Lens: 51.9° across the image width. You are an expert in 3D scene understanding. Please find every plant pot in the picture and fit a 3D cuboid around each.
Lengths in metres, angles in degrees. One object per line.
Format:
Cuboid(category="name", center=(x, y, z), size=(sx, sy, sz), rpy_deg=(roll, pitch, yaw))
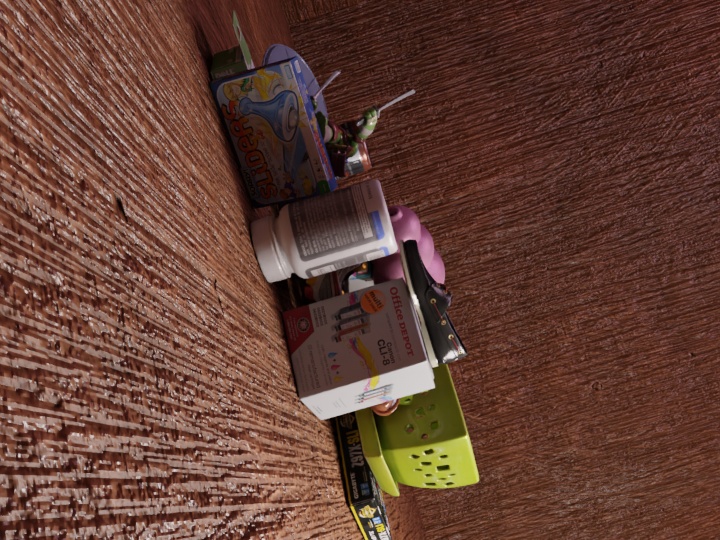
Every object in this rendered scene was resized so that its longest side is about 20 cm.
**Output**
Cuboid(category="plant pot", center=(0.091, 0.272, 1.306), size=(0.200, 0.180, 0.201), rpy_deg=(71, 3, -50))

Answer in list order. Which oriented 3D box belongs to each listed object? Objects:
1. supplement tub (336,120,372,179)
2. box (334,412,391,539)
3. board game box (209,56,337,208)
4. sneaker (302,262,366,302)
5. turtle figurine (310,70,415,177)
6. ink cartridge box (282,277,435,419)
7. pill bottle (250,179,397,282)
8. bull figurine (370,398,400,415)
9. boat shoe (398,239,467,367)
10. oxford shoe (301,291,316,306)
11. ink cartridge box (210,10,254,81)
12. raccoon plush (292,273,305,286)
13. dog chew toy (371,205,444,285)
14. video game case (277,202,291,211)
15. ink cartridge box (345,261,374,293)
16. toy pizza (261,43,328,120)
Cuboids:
Cuboid(category="supplement tub", center=(-0.082, -0.232, 1.528), size=(0.107, 0.198, 0.108), rpy_deg=(-17, 90, -88))
Cuboid(category="box", center=(0.004, 0.373, 1.342), size=(0.201, 0.049, 0.161), rpy_deg=(-103, 179, -47))
Cuboid(category="board game box", center=(-0.127, -0.200, 1.100), size=(0.035, 0.134, 0.202), rpy_deg=(-61, 137, -59))
Cuboid(category="sneaker", center=(-0.019, -0.037, 1.182), size=(0.078, 0.082, 0.202), rpy_deg=(37, 76, -85))
Cuboid(category="turtle figurine", center=(-0.049, -0.256, 1.199), size=(0.144, 0.201, 0.194), rpy_deg=(43, 23, 15))
Cuboid(category="ink cartridge box", center=(0.002, 0.124, 1.148), size=(0.145, 0.198, 0.146), rpy_deg=(68, 6, -64))
Cuboid(category="pill bottle", center=(-0.053, -0.054, 1.089), size=(0.114, 0.198, 0.115), rpy_deg=(-15, 90, -87))
Cuboid(category="bull figurine", center=(0.006, 0.159, 1.257), size=(0.200, 0.121, 0.065), rpy_deg=(41, -16, 28))
Cuboid(category="boat shoe", center=(0.107, 0.044, 1.112), size=(0.074, 0.063, 0.203), rpy_deg=(-68, 139, -78))
Cuboid(category="oxford shoe", center=(-0.061, 0.105, 1.380), size=(0.201, 0.071, 0.072), rpy_deg=(73, 6, -46))
Cuboid(category="ink cartridge box", center=(-0.190, -0.290, 1.159), size=(0.104, 0.059, 0.201), rpy_deg=(-102, 175, -59))
Cuboid(category="raccoon plush", center=(-0.045, -0.017, 1.271), size=(0.200, 0.134, 0.097), rpy_deg=(47, -11, -23))
Cuboid(category="dog chew toy", center=(0.071, -0.026, 1.223), size=(0.201, 0.123, 0.125), rpy_deg=(71, 3, -47))
Cuboid(category="video game case", center=(-0.105, -0.126, 1.367), size=(0.017, 0.143, 0.202), rpy_deg=(-7, 77, -42))
Cuboid(category="ink cartridge box", center=(0.000, 0.000, 1.354), size=(0.116, 0.067, 0.202), rpy_deg=(-127, -147, -76))
Cuboid(category="toy pizza", center=(-0.117, -0.290, 1.277), size=(0.200, 0.031, 0.202), rpy_deg=(40, 43, -51))
